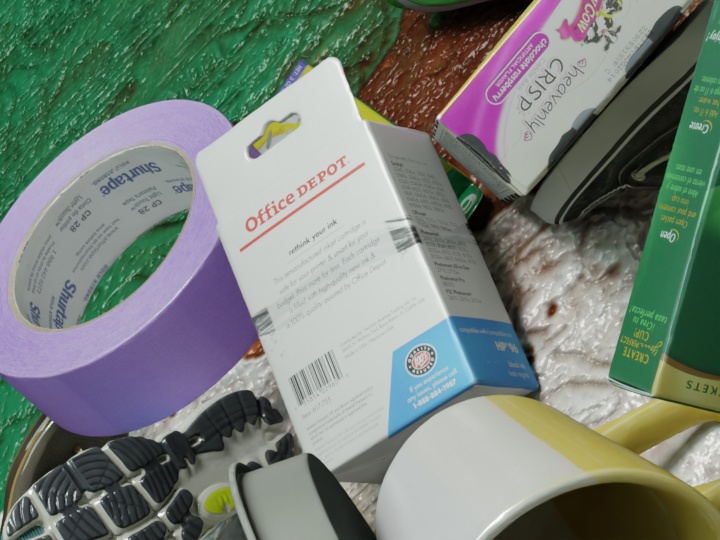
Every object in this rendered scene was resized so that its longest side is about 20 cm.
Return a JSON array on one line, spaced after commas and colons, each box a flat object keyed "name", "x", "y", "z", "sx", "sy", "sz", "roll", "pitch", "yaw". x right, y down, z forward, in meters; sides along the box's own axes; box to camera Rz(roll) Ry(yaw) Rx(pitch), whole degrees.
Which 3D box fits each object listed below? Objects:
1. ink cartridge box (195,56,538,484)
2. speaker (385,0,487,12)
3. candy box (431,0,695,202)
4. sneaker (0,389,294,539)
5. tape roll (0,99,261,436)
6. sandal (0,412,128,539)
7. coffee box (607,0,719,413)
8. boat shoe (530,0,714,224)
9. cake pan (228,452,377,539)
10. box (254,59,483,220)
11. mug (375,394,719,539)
[{"name": "ink cartridge box", "x": 0.000, "y": 0.000, "z": 1.308, "sx": 0.116, "sy": 0.068, "sz": 0.200, "roll": -33, "pitch": 67, "yaw": 28}, {"name": "speaker", "x": 0.091, "y": -0.205, "z": 1.416, "sx": 0.200, "sy": 0.088, "sz": 0.089, "roll": -8, "pitch": 57, "yaw": 47}, {"name": "candy box", "x": 0.101, "y": -0.105, "z": 1.248, "sx": 0.136, "sy": 0.061, "sz": 0.200, "roll": -49, "pitch": 0, "yaw": 0}, {"name": "sneaker", "x": -0.119, "y": 0.133, "z": 1.343, "sx": 0.080, "sy": 0.200, "sz": 0.078, "roll": -38, "pitch": 78, "yaw": 43}, {"name": "tape roll", "x": -0.134, "y": -0.003, "z": 1.434, "sx": 0.200, "sy": 0.066, "sz": 0.200, "roll": -25, "pitch": 42, "yaw": 24}, {"name": "sandal", "x": -0.185, "y": 0.166, "z": 1.461, "sx": 0.055, "sy": 0.082, "sz": 0.200, "roll": 17, "pitch": 74, "yaw": 37}, {"name": "coffee box", "x": 0.193, "y": -0.030, "z": 1.074, "sx": 0.044, "sy": 0.123, "sz": 0.200, "roll": 21, "pitch": 95, "yaw": 64}, {"name": "boat shoe", "x": 0.154, "y": -0.070, "z": 1.242, "sx": 0.071, "sy": 0.064, "sz": 0.200, "roll": -49, "pitch": 1, "yaw": -38}, {"name": "cake pan", "x": 0.004, "y": 0.169, "z": 1.139, "sx": 0.037, "sy": 0.200, "sz": 0.200, "roll": -30, "pitch": 39, "yaw": 3}, {"name": "box", "x": -0.012, "y": -0.039, "z": 1.441, "sx": 0.117, "sy": 0.048, "sz": 0.200, "roll": -55, "pitch": 37, "yaw": 3}, {"name": "mug", "x": 0.095, "y": 0.131, "z": 1.132, "sx": 0.153, "sy": 0.186, "sz": 0.150, "roll": -135, "pitch": 48, "yaw": -63}]
